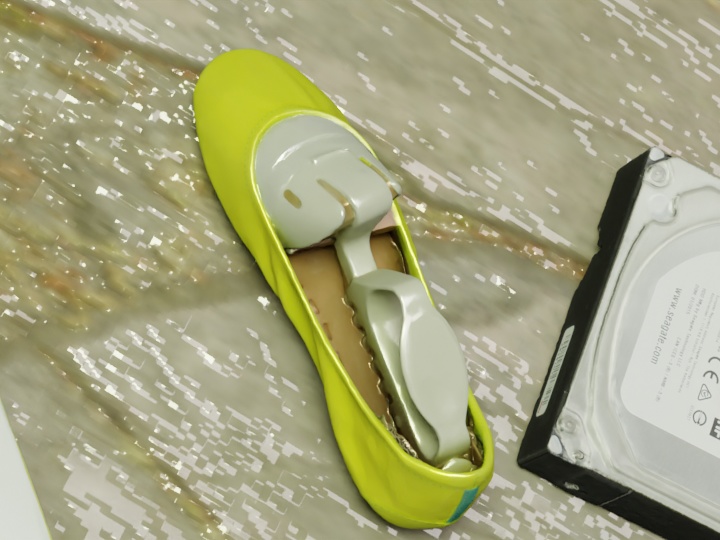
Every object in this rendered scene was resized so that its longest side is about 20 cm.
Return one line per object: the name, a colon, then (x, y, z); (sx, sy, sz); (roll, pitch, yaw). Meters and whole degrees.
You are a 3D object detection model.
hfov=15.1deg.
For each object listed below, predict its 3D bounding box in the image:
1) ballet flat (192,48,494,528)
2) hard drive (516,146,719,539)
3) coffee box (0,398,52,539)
ballet flat: (0.000, 0.000, 1.018); (0.067, 0.067, 0.201); (-20, 83, -24)
hard drive: (0.174, 0.055, 1.088); (0.199, 0.038, 0.140); (28, 68, -13)
coffee box: (-0.219, 0.090, 0.835); (0.197, 0.200, 0.200); (-17, 82, -25)
